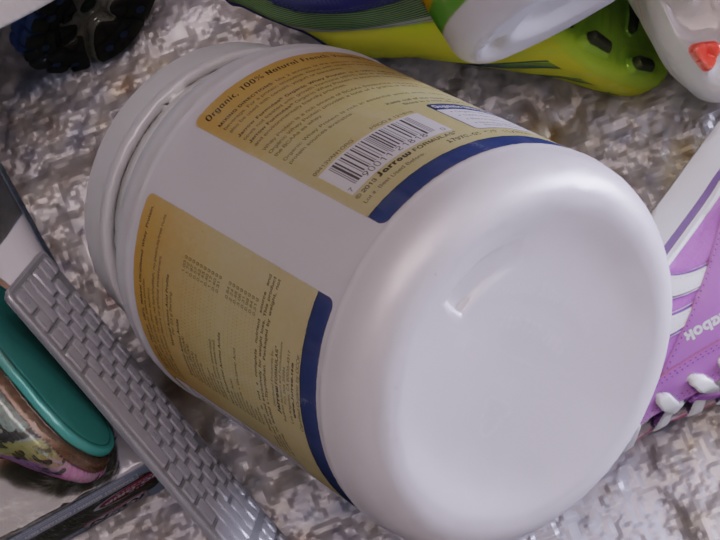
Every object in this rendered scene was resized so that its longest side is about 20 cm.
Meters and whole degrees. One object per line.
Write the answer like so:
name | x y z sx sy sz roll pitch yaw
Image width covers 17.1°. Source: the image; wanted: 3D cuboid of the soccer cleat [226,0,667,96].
soccer cleat | 0.036 -0.110 0.968 0.200 0.084 0.065 14 59 -31

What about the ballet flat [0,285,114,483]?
ballet flat | -0.167 0.012 0.908 0.071 0.069 0.200 -38 71 10

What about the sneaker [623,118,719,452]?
sneaker | 0.143 0.034 0.942 0.114 0.073 0.201 36 79 8

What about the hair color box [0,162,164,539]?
hair color box | -0.167 0.020 0.965 0.099 0.061 0.200 -29 76 -5

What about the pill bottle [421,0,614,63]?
pill bottle | 0.035 -0.187 0.876 0.111 0.111 0.200 -29 84 -5

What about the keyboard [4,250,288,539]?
keyboard | -0.064 0.077 0.911 0.011 0.056 0.200 -38 99 10

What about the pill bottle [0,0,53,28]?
pill bottle | -0.187 -0.180 0.902 0.109 0.110 0.200 -27 102 -5

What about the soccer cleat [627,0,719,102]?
soccer cleat | 0.116 -0.163 0.948 0.069 0.078 0.200 -15 94 -7

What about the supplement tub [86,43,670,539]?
supplement tub | 0.000 0.000 0.878 0.144 0.144 0.200 -48 40 -10

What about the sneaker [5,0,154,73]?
sneaker | -0.107 -0.180 0.972 0.085 0.077 0.200 50 122 28
